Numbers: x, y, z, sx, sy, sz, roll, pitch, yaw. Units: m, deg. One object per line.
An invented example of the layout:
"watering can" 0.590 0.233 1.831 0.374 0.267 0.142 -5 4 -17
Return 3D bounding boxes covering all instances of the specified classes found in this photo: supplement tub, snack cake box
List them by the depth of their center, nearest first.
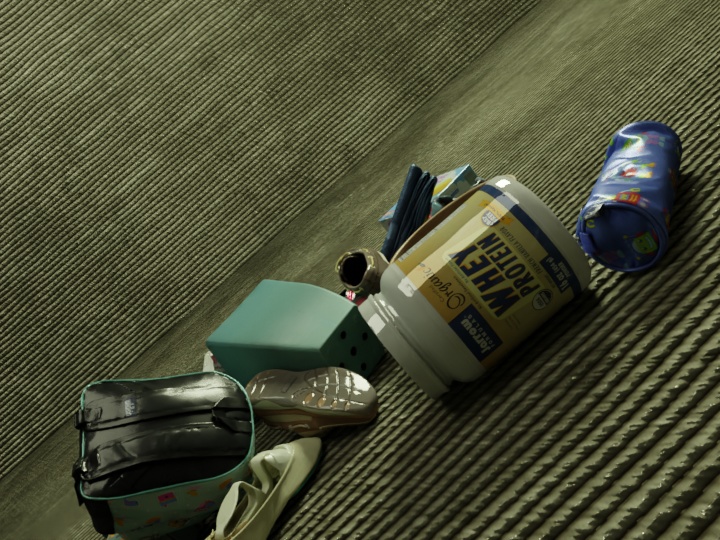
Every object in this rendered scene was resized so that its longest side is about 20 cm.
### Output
"supplement tub" 0.111 0.020 0.701 0.200 0.144 0.144 -41 13 2
"snack cake box" 0.131 -0.115 1.272 0.115 0.067 0.200 -47 14 -20

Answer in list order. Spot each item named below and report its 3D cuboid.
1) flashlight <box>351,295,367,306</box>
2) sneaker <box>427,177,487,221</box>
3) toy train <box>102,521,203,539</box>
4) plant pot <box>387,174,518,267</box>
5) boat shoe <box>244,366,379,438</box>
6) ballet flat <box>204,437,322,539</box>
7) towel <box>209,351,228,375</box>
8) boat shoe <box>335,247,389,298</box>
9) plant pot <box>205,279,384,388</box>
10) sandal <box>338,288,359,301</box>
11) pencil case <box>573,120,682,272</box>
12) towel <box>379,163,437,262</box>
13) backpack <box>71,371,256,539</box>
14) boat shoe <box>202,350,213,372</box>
"flashlight" 0.030 0.046 1.047 0.200 0.068 0.068 -37 -23 32
"sneaker" 0.131 -0.067 1.038 0.200 0.096 0.079 -36 12 30
"toy train" -0.278 0.336 0.936 0.200 0.085 0.114 -34 24 28
"plant pot" 0.138 -0.023 0.879 0.201 0.093 0.201 -39 13 10
"boat shoe" -0.057 0.167 0.864 0.199 0.072 0.076 -1 33 39
"ballet flat" -0.107 0.242 0.770 0.069 0.070 0.200 -30 17 40
"towel" -0.164 0.145 1.100 0.030 0.200 0.146 21 51 24
"boat shoe" 0.000 0.000 1.009 0.072 0.059 0.200 -61 22 3
"plant pot" -0.078 0.108 0.969 0.200 0.142 0.141 -1 38 45
"sandal" -0.031 0.069 1.175 0.075 0.045 0.200 -26 20 51
"pencil case" 0.271 -0.077 0.702 0.087 0.078 0.200 -4 32 32
"towel" 0.073 -0.067 1.131 0.112 0.048 0.201 -29 -42 -82
"backpack" -0.221 0.216 0.837 0.199 0.154 0.176 -13 42 -9
"boat shoe" -0.252 0.206 1.198 0.086 0.075 0.202 -31 39 16
